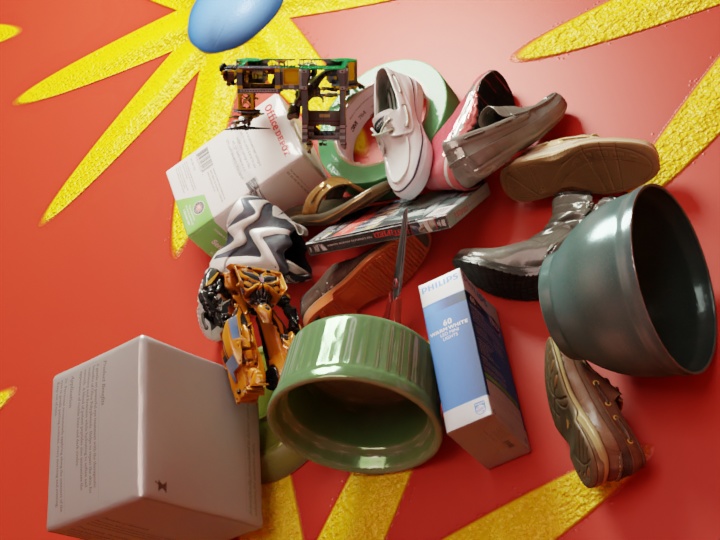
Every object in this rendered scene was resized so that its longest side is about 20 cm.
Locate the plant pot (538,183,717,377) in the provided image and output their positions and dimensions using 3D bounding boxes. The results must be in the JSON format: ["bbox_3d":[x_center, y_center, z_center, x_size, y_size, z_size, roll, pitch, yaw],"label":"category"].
[{"bbox_3d":[0.271,0.023,1.438,0.134,0.200,0.201,-16,52,33],"label":"plant pot"}]

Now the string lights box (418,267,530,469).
[{"bbox_3d":[0.127,0.109,1.538,0.059,0.103,0.201,-25,49,19],"label":"string lights box"}]

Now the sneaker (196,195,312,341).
[{"bbox_3d":[-0.129,0.014,1.798,0.129,0.079,0.200,22,89,25],"label":"sneaker"}]

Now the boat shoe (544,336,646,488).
[{"bbox_3d":[0.246,0.148,1.463,0.067,0.072,0.201,-7,40,-9],"label":"boat shoe"}]

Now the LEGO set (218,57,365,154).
[{"bbox_3d":[-0.088,-0.219,1.829,0.198,0.117,0.154,-2,15,-6],"label":"LEGO set"}]

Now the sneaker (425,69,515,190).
[{"bbox_3d":[0.129,-0.180,1.742,0.086,0.074,0.201,-10,41,42],"label":"sneaker"}]

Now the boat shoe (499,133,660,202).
[{"bbox_3d":[0.264,-0.132,1.628,0.199,0.074,0.069,-4,31,31],"label":"boat shoe"}]

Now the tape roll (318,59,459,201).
[{"bbox_3d":[0.038,-0.190,1.843,0.199,0.048,0.201,-18,53,25],"label":"tape roll"}]

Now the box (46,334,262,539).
[{"bbox_3d":[-0.243,0.215,1.628,0.171,0.199,0.200,-24,56,34],"label":"box"}]

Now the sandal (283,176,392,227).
[{"bbox_3d":[-0.043,-0.094,1.791,0.199,0.054,0.080,-11,15,47],"label":"sandal"}]

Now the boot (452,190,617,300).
[{"bbox_3d":[0.217,-0.033,1.609,0.199,0.068,0.131,7,60,30],"label":"boot"}]

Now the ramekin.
[{"bbox_3d":[0.000,0.138,1.549,0.199,0.200,0.098,-13,47,27],"label":"ramekin"}]

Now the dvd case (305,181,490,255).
[{"bbox_3d":[0.048,-0.065,1.709,0.199,0.022,0.146,-12,13,29],"label":"dvd case"}]

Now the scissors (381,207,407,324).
[{"bbox_3d":[0.046,0.030,1.632,0.073,0.014,0.201,-124,43,-54],"label":"scissors"}]

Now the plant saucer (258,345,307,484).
[{"bbox_3d":[-0.120,0.171,1.720,0.199,0.031,0.201,-19,52,25],"label":"plant saucer"}]

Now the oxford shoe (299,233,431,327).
[{"bbox_3d":[0.000,0.000,1.727,0.200,0.071,0.073,-37,41,8],"label":"oxford shoe"}]

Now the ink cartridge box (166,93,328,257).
[{"bbox_3d":[-0.157,-0.129,1.911,0.199,0.084,0.146,-34,47,10],"label":"ink cartridge box"}]

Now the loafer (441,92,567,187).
[{"bbox_3d":[0.178,-0.174,1.670,0.200,0.070,0.070,-36,2,-36],"label":"loafer"}]

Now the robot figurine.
[{"bbox_3d":[-0.121,0.073,1.677,0.058,0.144,0.201,-44,49,38],"label":"robot figurine"}]

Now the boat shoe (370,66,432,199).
[{"bbox_3d":[0.042,-0.176,1.741,0.074,0.067,0.201,-41,36,33],"label":"boat shoe"}]
